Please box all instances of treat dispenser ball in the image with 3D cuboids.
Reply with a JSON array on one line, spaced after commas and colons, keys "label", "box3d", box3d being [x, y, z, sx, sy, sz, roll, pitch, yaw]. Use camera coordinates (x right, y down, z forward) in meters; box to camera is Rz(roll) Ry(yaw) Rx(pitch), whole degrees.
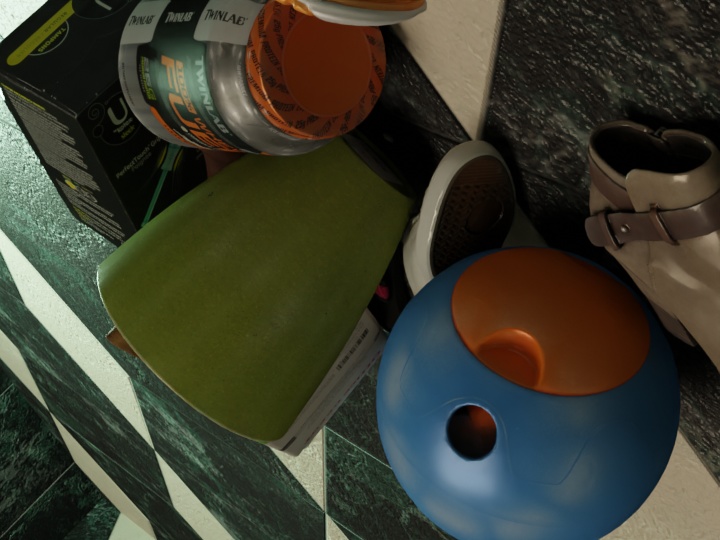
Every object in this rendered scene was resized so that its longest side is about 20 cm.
[{"label": "treat dispenser ball", "box3d": [0.109, 0.085, 0.951, 0.200, 0.201, 0.201, 38, 159, 17]}]

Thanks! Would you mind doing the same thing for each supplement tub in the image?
[{"label": "supplement tub", "box3d": [-0.075, -0.142, 0.987, 0.199, 0.123, 0.123, 10, 141, 57]}]

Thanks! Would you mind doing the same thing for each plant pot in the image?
[{"label": "plant pot", "box3d": [-0.059, -0.013, 1.060, 0.187, 0.200, 0.187, 41, -167, -11]}]

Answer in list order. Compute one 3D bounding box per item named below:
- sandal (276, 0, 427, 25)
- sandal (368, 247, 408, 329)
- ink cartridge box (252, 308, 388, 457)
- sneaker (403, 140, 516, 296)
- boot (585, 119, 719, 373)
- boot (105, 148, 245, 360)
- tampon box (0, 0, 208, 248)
[{"label": "sandal", "box3d": [-0.052, -0.206, 0.869, 0.205, 0.079, 0.060, 26, 120, 14]}, {"label": "sandal", "box3d": [0.000, 0.000, 1.230, 0.075, 0.045, 0.201, 32, 157, 35]}, {"label": "ink cartridge box", "box3d": [-0.057, 0.078, 1.279, 0.084, 0.146, 0.200, 39, 176, 13]}, {"label": "sneaker", "box3d": [0.057, -0.030, 1.023, 0.085, 0.072, 0.201, 57, 159, 33]}, {"label": "boot", "box3d": [0.203, -0.005, 0.787, 0.199, 0.070, 0.147, 22, 148, 47]}, {"label": "boot", "box3d": [-0.140, -0.020, 1.186, 0.068, 0.200, 0.188, 43, 179, 31]}, {"label": "tampon box", "box3d": [-0.185, -0.129, 1.188, 0.126, 0.150, 0.201, 30, 155, 32]}]
